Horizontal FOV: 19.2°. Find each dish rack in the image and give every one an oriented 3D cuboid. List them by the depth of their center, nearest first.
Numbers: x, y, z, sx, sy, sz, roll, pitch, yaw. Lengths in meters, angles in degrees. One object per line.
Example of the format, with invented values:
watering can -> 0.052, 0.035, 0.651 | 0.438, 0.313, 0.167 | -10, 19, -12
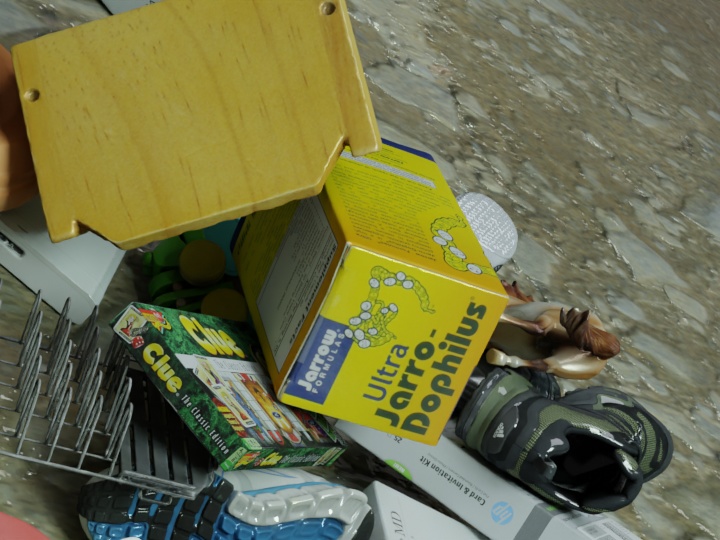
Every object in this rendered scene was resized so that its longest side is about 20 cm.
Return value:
dish rack -> -0.167, 0.056, 1.134 | 0.198, 0.055, 0.154 | 17, 22, -15

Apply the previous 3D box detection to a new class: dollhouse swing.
dollhouse swing -> -0.091, -0.089, 1.317 | 0.176, 0.198, 0.183 | 66, 8, -71

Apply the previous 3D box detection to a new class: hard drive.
hard drive -> -0.200, -0.059, 1.367 | 0.132, 0.026, 0.200 | 41, 26, -13

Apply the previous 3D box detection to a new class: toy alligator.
toy alligator -> -0.116, 0.006, 1.375 | 0.054, 0.060, 0.201 | -17, 59, -17

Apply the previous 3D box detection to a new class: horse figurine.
horse figurine -> 0.105, 0.038, 1.383 | 0.132, 0.050, 0.199 | 7, 4, -34

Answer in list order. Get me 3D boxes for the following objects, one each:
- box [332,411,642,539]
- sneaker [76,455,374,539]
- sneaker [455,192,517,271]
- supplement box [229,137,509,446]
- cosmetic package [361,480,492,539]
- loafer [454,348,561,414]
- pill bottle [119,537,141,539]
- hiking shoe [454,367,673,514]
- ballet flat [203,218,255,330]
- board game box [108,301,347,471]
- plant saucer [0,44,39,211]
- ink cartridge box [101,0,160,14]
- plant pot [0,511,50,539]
box -> 0.089, 0.143, 1.395 | 0.199, 0.041, 0.156 | 36, 5, 14
sneaker -> -0.090, 0.136, 1.222 | 0.199, 0.076, 0.086 | 13, 13, -45
sneaker -> 0.029, 0.022, 1.523 | 0.075, 0.115, 0.200 | 48, 40, 6
supplement box -> 0.000, 0.000, 1.305 | 0.109, 0.110, 0.200 | 17, 23, -20
cosmetic package -> 0.067, 0.221, 1.320 | 0.199, 0.071, 0.102 | 29, 30, -33
loafer -> 0.080, 0.064, 1.490 | 0.072, 0.073, 0.200 | 28, 3, -16
pill bottle -> -0.087, 0.234, 1.002 | 0.201, 0.116, 0.115 | 54, 26, 14
hiking shoe -> 0.148, 0.125, 1.363 | 0.199, 0.076, 0.101 | 13, 25, -46
ballet flat -> -0.062, 0.006, 1.445 | 0.201, 0.068, 0.068 | 56, 14, 19
board game box -> -0.071, 0.068, 1.214 | 0.105, 0.023, 0.200 | 47, 8, 13
plant saucer -> -0.271, -0.114, 1.282 | 0.199, 0.038, 0.201 | 27, 29, -16
ink cartridge box -> -0.149, -0.230, 1.674 | 0.200, 0.047, 0.160 | 49, 25, 0
plant pot -> -0.172, 0.200, 0.854 | 0.200, 0.201, 0.178 | 34, 16, -25
